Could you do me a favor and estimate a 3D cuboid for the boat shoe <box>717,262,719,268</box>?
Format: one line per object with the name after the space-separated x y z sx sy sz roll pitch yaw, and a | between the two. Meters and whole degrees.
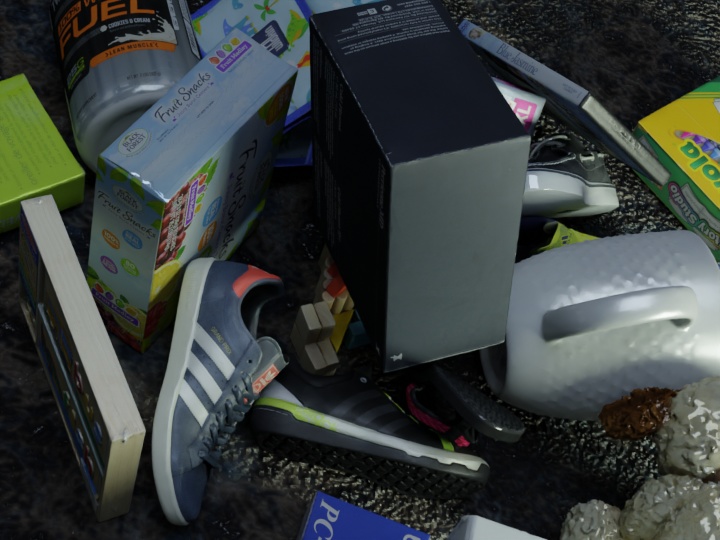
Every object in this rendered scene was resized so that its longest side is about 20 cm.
0.324 0.081 1.127 0.071 0.073 0.202 -16 62 -24 | boat shoe

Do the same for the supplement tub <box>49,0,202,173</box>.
-0.198 -0.186 1.121 0.121 0.123 0.202 -7 57 -20 | supplement tub

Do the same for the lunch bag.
-0.043 -0.187 1.172 0.197 0.128 0.171 -19 58 -16 | lunch bag

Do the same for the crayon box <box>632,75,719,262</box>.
0.379 -0.090 1.267 0.171 0.059 0.201 -28 68 -30 | crayon box

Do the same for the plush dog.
0.263 0.165 0.974 0.197 0.160 0.175 9 77 -9 | plush dog

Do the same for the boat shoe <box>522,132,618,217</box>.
0.171 -0.086 1.141 0.199 0.071 0.069 -2 80 -57 | boat shoe

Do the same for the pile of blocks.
0.000 0.000 1.091 0.081 0.062 0.202 18 54 -3 | pile of blocks

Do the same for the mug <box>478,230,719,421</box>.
0.193 0.044 1.037 0.172 0.200 0.150 -5 80 -10 | mug

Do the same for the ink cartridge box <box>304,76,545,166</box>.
0.057 -0.119 1.119 0.198 0.121 0.042 12 16 -32 | ink cartridge box

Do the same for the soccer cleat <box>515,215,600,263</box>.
0.179 -0.010 1.138 0.197 0.084 0.065 2 55 -15 | soccer cleat

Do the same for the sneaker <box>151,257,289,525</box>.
-0.099 0.088 0.966 0.083 0.075 0.203 4 73 8 | sneaker

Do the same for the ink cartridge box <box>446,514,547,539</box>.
0.072 0.288 0.864 0.083 0.146 0.202 18 53 -4 | ink cartridge box

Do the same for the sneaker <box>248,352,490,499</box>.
0.010 0.112 1.007 0.197 0.072 0.084 17 61 -4 | sneaker

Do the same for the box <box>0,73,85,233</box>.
-0.336 -0.076 1.052 0.198 0.048 0.123 -24 65 -28 | box

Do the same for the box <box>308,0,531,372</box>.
0.036 -0.065 0.967 0.103 0.202 0.183 -12 46 -13 | box

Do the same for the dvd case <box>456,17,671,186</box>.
0.179 -0.152 1.172 0.142 0.018 0.200 33 7 -40 | dvd case

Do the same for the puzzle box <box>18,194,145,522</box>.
-0.205 0.064 0.943 0.025 0.134 0.202 -14 61 -25 | puzzle box

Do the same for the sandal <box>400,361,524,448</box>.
0.064 0.101 0.995 0.075 0.200 0.045 32 90 -21 | sandal

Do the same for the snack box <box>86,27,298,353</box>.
-0.133 -0.058 1.006 0.067 0.201 0.169 33 53 8 | snack box

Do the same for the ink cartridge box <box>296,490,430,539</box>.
-0.020 0.265 0.916 0.093 0.044 0.202 21 53 -4 | ink cartridge box
